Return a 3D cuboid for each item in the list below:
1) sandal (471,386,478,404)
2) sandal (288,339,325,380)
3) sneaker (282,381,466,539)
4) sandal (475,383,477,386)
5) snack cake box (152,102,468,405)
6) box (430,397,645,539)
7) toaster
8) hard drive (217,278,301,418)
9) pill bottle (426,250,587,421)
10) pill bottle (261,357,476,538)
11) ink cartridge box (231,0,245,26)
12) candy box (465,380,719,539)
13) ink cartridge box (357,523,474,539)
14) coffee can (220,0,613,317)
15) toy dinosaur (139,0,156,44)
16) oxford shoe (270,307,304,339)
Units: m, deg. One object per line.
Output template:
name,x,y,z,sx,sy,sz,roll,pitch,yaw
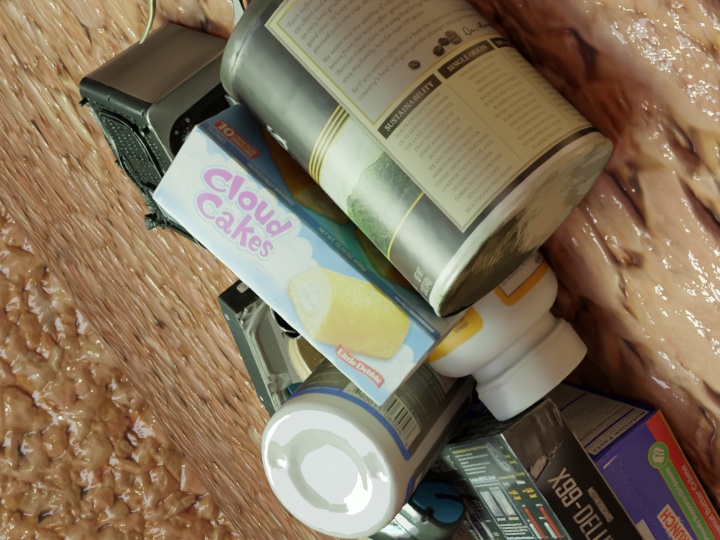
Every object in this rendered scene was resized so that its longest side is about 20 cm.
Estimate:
sandal,0.112,0.158,1.256,0.045,0.076,0.200,-22,121,39
sandal,0.024,0.119,1.237,0.212,0.077,0.070,48,146,4
sneaker,-0.004,0.166,1.170,0.200,0.073,0.083,43,125,36
sandal,0.052,0.070,1.311,0.210,0.070,0.078,1,141,39
snack cake box,-0.022,-0.021,0.939,0.200,0.115,0.067,41,123,5
box,0.131,0.182,1.094,0.159,0.050,0.200,56,162,1
toaster,-0.160,-0.119,1.362,0.199,0.118,0.182,25,148,54
hard drive,-0.053,0.052,1.399,0.038,0.139,0.201,39,158,33
pill bottle,0.070,0.003,1.039,0.201,0.113,0.113,51,163,-2
pill bottle,0.018,0.100,1.092,0.113,0.200,0.115,12,119,22
ink cartridge box,-0.054,-0.142,1.133,0.109,0.050,0.202,91,163,-64
candy box,0.188,0.175,1.144,0.170,0.077,0.200,60,162,-19
ink cartridge box,0.080,0.305,1.303,0.199,0.075,0.165,38,145,15
coffee can,0.033,-0.094,0.882,0.200,0.146,0.147,47,162,14
toy dinosaur,-0.156,-0.246,0.986,0.101,0.058,0.202,-128,16,-61
oxford shoe,-0.039,0.023,1.152,0.071,0.073,0.200,46,170,23
